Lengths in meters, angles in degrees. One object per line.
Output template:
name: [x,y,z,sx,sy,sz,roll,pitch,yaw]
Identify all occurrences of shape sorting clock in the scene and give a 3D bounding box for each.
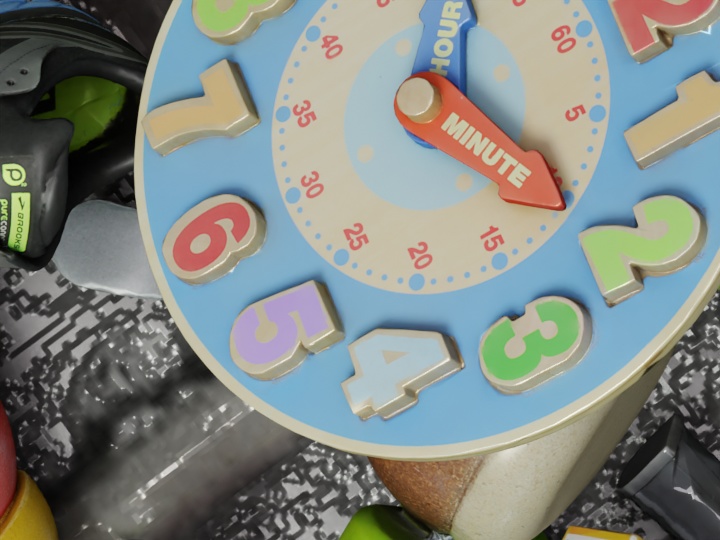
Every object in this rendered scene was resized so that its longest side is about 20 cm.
shape sorting clock: [0.022,-0.045,0.736,0.200,0.039,0.200,-6,73,20]

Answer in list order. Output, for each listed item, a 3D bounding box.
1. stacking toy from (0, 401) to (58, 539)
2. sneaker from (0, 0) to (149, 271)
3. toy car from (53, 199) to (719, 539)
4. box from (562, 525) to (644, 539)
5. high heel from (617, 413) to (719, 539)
stacking toy: [-0.151,0.092,0.842,0.146,0.146,0.200,-37,109,0]
sneaker: [-0.131,-0.033,0.760,0.083,0.199,0.071,22,123,36]
toy car: [0.000,0.000,0.821,0.200,0.158,0.164,33,100,11]
box: [0.119,0.182,0.823,0.200,0.041,0.119,37,72,-29]
high heel: [0.196,0.062,0.818,0.143,0.071,0.200,42,128,-6]
